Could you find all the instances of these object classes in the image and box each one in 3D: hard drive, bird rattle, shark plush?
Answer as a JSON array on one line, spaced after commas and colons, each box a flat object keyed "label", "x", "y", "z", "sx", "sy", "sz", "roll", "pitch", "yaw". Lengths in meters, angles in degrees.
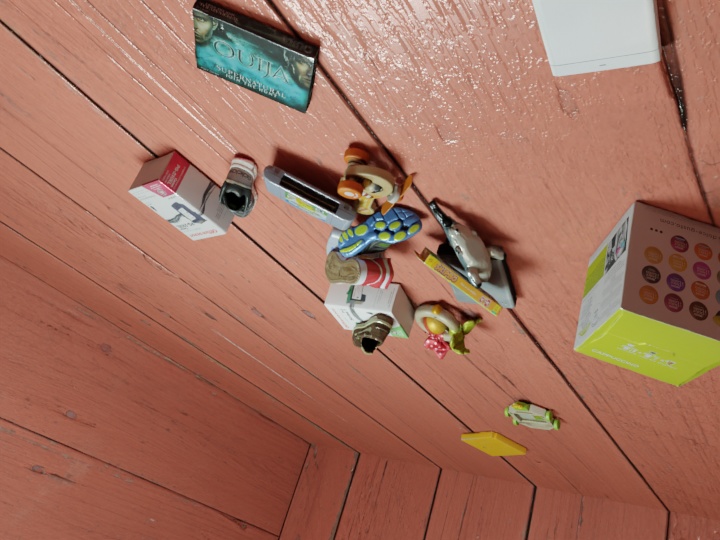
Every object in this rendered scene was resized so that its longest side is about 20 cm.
[{"label": "hard drive", "x": 0.265, "y": -0.314, "z": 0.724, "sx": 0.130, "sy": 0.027, "sz": 0.201, "roll": 3, "pitch": 148, "yaw": 32}, {"label": "bird rattle", "x": 0.209, "y": 0.140, "z": 1.614, "sx": 0.163, "sy": 0.113, "sz": 0.199, "roll": 42, "pitch": 162, "yaw": -17}, {"label": "hard drive", "x": 0.253, "y": 0.012, "z": 1.360, "sx": 0.137, "sy": 0.033, "sz": 0.201, "roll": 7, "pitch": 151, "yaw": 27}, {"label": "shark plush", "x": 0.187, "y": -0.044, "z": 1.223, "sx": 0.199, "sy": 0.092, "sz": 0.083, "roll": 38, "pitch": 171, "yaw": -21}]

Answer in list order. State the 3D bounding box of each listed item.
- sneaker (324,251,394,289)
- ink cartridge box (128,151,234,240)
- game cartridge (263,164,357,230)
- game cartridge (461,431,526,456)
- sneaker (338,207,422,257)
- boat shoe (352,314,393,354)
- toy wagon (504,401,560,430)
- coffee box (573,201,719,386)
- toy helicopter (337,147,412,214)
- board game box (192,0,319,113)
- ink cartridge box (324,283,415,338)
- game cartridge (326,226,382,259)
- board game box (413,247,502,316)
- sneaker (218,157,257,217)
[{"label": "sneaker", "x": 0.000, "y": 0.000, "z": 1.397, "sx": 0.110, "sy": 0.073, "sz": 0.199, "roll": 3, "pitch": -174, "yaw": -26}, {"label": "ink cartridge box", "x": -0.397, "y": -0.163, "z": 1.436, "sx": 0.143, "sy": 0.086, "sz": 0.200, "roll": -5, "pitch": 144, "yaw": 43}, {"label": "game cartridge", "x": -0.103, "y": -0.142, "z": 1.270, "sx": 0.197, "sy": 0.041, "sz": 0.133, "roll": 27, "pitch": 177, "yaw": -3}, {"label": "game cartridge", "x": 0.517, "y": 0.674, "z": 2.464, "sx": 0.174, "sy": 0.033, "sz": 0.199, "roll": 30, "pitch": 150, "yaw": -19}, {"label": "sneaker", "x": 0.043, "y": -0.079, "z": 1.304, "sx": 0.197, "sy": 0.072, "sz": 0.082, "roll": -20, "pitch": 173, "yaw": 36}, {"label": "boat shoe", "x": 0.017, "y": 0.174, "z": 1.598, "sx": 0.073, "sy": 0.076, "sz": 0.203, "roll": 22, "pitch": 154, "yaw": -7}, {"label": "toy wagon", "x": 0.538, "y": 0.456, "z": 2.010, "sx": 0.153, "sy": 0.040, "sz": 0.200, "roll": -3, "pitch": 145, "yaw": 40}, {"label": "coffee box", "x": 0.496, "y": 0.047, "z": 1.055, "sx": 0.196, "sy": 0.201, "sz": 0.201, "roll": 18, "pitch": 155, "yaw": 4}, {"label": "toy helicopter", "x": 0.024, "y": -0.148, "z": 1.197, "sx": 0.129, "sy": 0.081, "sz": 0.200, "roll": 11, "pitch": 165, "yaw": -2}, {"label": "board game box", "x": -0.166, "y": -0.334, "z": 0.998, "sx": 0.196, "sy": 0.029, "sz": 0.136, "roll": 22, "pitch": 155, "yaw": -2}, {"label": "ink cartridge box", "x": 0.025, "y": 0.096, "z": 1.630, "sx": 0.196, "sy": 0.086, "sz": 0.147, "roll": 4, "pitch": 150, "yaw": 29}, {"label": "game cartridge", "x": -0.013, "y": -0.033, "z": 1.466, "sx": 0.130, "sy": 0.042, "sz": 0.201, "roll": 12, "pitch": 153, "yaw": 8}, {"label": "board game box", "x": 0.193, "y": 0.016, "z": 1.272, "sx": 0.198, "sy": 0.030, "sz": 0.096, "roll": 33, "pitch": -171, "yaw": -6}, {"label": "sneaker", "x": -0.264, "y": -0.155, "z": 1.349, "sx": 0.072, "sy": 0.089, "sz": 0.200, "roll": 22, "pitch": 155, "yaw": -5}]
